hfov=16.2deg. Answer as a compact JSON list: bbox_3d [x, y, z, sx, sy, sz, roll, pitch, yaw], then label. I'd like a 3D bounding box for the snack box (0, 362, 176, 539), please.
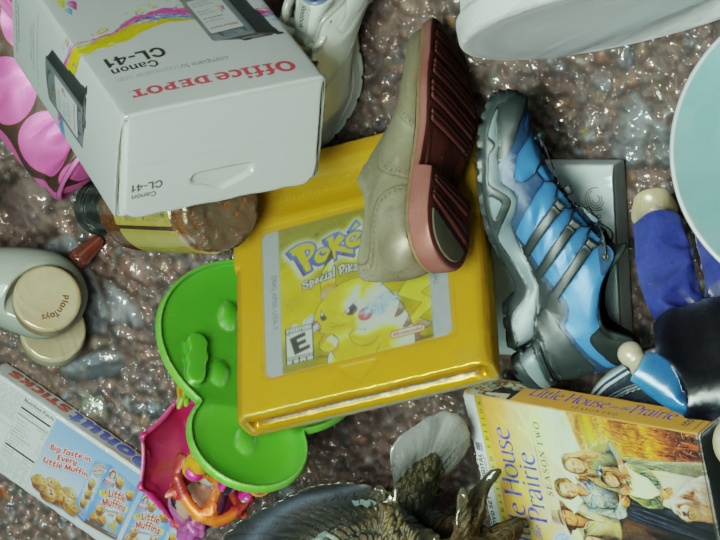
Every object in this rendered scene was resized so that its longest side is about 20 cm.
[{"bbox_3d":[-0.206,0.152,1.892,0.200,0.024,0.072,33,112,16],"label":"snack box"}]

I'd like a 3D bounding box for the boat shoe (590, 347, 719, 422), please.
[{"bbox_3d":[0.230,0.092,1.629,0.200,0.091,0.071,-10,110,26],"label":"boat shoe"}]

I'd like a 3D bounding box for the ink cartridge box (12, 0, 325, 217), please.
[{"bbox_3d":[-0.129,-0.134,1.670,0.200,0.148,0.086,52,146,44],"label":"ink cartridge box"}]

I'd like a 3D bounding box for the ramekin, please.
[{"bbox_3d":[0.150,-0.199,1.555,0.202,0.202,0.094,-14,82,27],"label":"ramekin"}]

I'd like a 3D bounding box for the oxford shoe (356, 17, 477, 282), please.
[{"bbox_3d":[0.029,-0.080,1.649,0.075,0.200,0.070,-16,136,28],"label":"oxford shoe"}]

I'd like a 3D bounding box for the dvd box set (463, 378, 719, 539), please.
[{"bbox_3d":[0.162,0.150,1.663,0.200,0.029,0.146,9,120,44],"label":"dvd box set"}]

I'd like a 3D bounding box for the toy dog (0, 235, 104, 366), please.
[{"bbox_3d":[-0.267,-0.017,1.840,0.200,0.096,0.132,36,159,-17],"label":"toy dog"}]

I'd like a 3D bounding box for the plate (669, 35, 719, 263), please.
[{"bbox_3d":[0.293,-0.076,1.578,0.200,0.026,0.200,-2,82,15],"label":"plate"}]

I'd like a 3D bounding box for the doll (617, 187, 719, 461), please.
[{"bbox_3d":[0.226,0.035,1.580,0.136,0.048,0.200,-8,55,2],"label":"doll"}]

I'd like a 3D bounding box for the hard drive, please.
[{"bbox_3d":[0.084,-0.009,1.718,0.200,0.027,0.132,1,102,25],"label":"hard drive"}]

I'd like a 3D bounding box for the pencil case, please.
[{"bbox_3d":[-0.244,-0.151,1.808,0.200,0.091,0.094,46,151,7],"label":"pencil case"}]

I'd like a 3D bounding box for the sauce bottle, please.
[{"bbox_3d":[-0.140,-0.045,1.749,0.200,0.066,0.066,6,107,59],"label":"sauce bottle"}]

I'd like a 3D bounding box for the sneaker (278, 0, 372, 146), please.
[{"bbox_3d":[-0.032,-0.163,1.704,0.074,0.087,0.200,26,113,16],"label":"sneaker"}]

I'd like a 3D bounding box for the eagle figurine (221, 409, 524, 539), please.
[{"bbox_3d":[0.008,0.194,1.704,0.200,0.151,0.152,-12,120,43],"label":"eagle figurine"}]

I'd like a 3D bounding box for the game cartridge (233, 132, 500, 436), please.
[{"bbox_3d":[0.000,0.000,1.669,0.176,0.032,0.200,-14,57,16],"label":"game cartridge"}]

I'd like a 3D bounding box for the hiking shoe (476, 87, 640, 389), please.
[{"bbox_3d":[0.128,-0.025,1.648,0.087,0.074,0.200,-10,103,12],"label":"hiking shoe"}]

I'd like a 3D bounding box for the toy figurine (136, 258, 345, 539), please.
[{"bbox_3d":[-0.095,0.125,1.756,0.150,0.200,0.184,16,135,-10],"label":"toy figurine"}]
